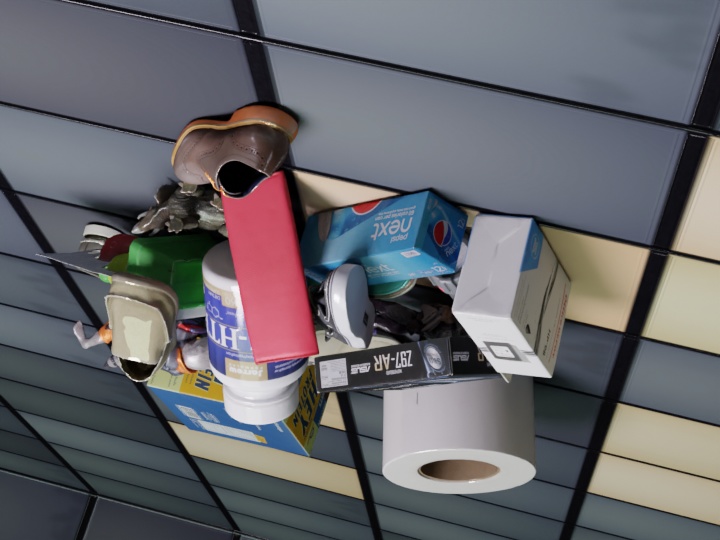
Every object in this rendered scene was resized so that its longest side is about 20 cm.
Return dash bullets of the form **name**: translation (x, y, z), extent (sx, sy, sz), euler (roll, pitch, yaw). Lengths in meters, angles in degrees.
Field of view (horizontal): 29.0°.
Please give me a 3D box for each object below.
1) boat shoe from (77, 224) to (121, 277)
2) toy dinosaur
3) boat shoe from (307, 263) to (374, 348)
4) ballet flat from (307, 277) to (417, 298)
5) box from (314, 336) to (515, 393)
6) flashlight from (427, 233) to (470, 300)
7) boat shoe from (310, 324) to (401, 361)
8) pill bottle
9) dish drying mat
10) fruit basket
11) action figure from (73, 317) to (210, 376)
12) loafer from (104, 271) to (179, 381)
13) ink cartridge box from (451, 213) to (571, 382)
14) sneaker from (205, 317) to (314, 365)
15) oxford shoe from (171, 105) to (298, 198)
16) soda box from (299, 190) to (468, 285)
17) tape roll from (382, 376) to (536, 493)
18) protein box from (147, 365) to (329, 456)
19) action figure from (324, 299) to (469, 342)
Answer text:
- **boat shoe**: translation (-0.286, 0.010, 1.831), extent (0.201, 0.060, 0.072), euler (32, 154, -35)
- **toy dinosaur**: translation (-0.159, -0.065, 1.557), extent (0.199, 0.077, 0.102), euler (6, -174, 2)
- **boat shoe**: translation (-0.027, 0.038, 1.518), extent (0.066, 0.070, 0.200), euler (9, 168, 10)
- **ballet flat**: translation (0.000, 0.000, 1.613), extent (0.199, 0.068, 0.064), euler (-4, 179, 40)
- **box**: translation (0.072, 0.109, 1.606), extent (0.199, 0.044, 0.160), euler (-11, 170, 39)
- **flashlight**: translation (0.130, 0.022, 1.552), extent (0.068, 0.068, 0.200), euler (-30, 148, 9)
- **boat shoe**: translation (-0.012, 0.095, 1.838), extent (0.200, 0.072, 0.060), euler (17, -152, -41)
- **pill bottle**: translation (-0.119, 0.072, 1.617), extent (0.119, 0.120, 0.201), euler (9, 120, 18)
- **dish drying mat**: translation (-0.097, -0.002, 1.493), extent (0.077, 0.201, 0.018), euler (-9, -176, 18)
- **fruit basket**: translation (-0.256, 0.001, 1.673), extent (0.199, 0.094, 0.185), euler (8, -171, 37)
- **action figure**: translation (-0.255, 0.099, 1.864), extent (0.193, 0.105, 0.200), euler (10, 178, 37)
- **loafer**: translation (-0.243, 0.067, 1.553), extent (0.075, 0.069, 0.200), euler (11, 153, 7)
- **ink cartridge box**: translation (0.170, 0.037, 1.482), extent (0.066, 0.116, 0.200), euler (4, 156, 26)
- **sneaker**: translation (-0.118, 0.065, 1.866), extent (0.199, 0.075, 0.082), euler (21, -163, -28)
- **oxford shoe**: translation (-0.141, -0.109, 1.407), extent (0.071, 0.073, 0.200), euler (27, 157, -27)
- **soda box**: translation (0.019, -0.030, 1.493), extent (0.064, 0.068, 0.200), euler (30, 156, -35)
- **tape roll**: translation (0.129, 0.199, 1.829), extent (0.202, 0.140, 0.203), euler (2, 155, 1)
- **protein box**: translation (-0.167, 0.158, 2.007), extent (0.199, 0.135, 0.199), euler (10, 158, 17)
- **action figure**: translation (0.058, 0.064, 1.703), extent (0.199, 0.070, 0.130), euler (10, 153, 8)
